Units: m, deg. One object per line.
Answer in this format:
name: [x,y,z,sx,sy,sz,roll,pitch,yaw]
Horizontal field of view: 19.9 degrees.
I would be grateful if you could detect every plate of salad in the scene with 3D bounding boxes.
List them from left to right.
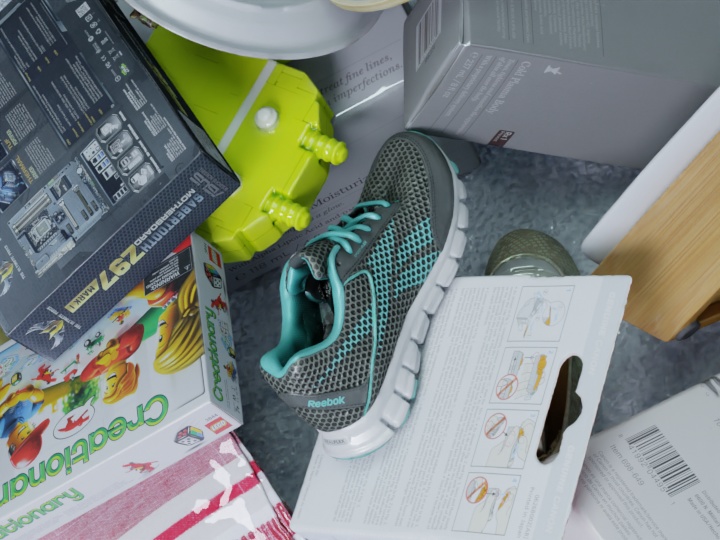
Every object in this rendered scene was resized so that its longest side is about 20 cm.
plate of salad: [-0.080,-0.192,1.248,0.198,0.048,0.201,13,45,-14]

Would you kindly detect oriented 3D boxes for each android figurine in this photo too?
android figurine: [-0.099,-0.080,1.244,0.199,0.041,0.183,24,75,29]

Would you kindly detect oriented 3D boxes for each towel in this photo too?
towel: [-0.088,0.195,1.196,0.144,0.023,0.201,-36,93,1]

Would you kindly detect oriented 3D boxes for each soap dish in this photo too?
soap dish: [0.231,-0.050,1.151,0.081,0.157,0.200,53,130,18]

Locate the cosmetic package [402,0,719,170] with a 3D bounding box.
cosmetic package: [0.133,-0.125,1.215,0.198,0.107,0.091,9,61,-14]

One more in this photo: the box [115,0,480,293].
box: [-0.055,-0.129,1.351,0.198,0.131,0.201,-27,58,5]

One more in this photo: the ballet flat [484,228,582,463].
ballet flat: [0.106,0.047,1.235,0.067,0.063,0.202,-9,56,9]

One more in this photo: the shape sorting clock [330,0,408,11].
shape sorting clock: [0.046,-0.234,1.183,0.199,0.039,0.201,-30,36,24]

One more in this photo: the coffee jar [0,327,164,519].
coffee jar: [-0.176,0.097,1.293,0.199,0.104,0.086,29,83,30]

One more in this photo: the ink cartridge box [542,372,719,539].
ink cartridge box: [0.215,0.135,1.114,0.199,0.085,0.146,-24,57,-18]

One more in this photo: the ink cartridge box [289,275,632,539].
ink cartridge box: [0.063,0.083,1.143,0.199,0.050,0.164,0,64,42]

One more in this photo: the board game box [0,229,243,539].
board game box: [-0.160,0.077,1.184,0.199,0.035,0.127,-30,46,21]

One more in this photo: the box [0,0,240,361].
box: [-0.180,-0.070,1.217,0.158,0.051,0.200,-42,54,7]

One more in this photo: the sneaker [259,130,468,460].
sneaker: [0.000,0.000,1.156,0.077,0.091,0.202,-10,55,41]
